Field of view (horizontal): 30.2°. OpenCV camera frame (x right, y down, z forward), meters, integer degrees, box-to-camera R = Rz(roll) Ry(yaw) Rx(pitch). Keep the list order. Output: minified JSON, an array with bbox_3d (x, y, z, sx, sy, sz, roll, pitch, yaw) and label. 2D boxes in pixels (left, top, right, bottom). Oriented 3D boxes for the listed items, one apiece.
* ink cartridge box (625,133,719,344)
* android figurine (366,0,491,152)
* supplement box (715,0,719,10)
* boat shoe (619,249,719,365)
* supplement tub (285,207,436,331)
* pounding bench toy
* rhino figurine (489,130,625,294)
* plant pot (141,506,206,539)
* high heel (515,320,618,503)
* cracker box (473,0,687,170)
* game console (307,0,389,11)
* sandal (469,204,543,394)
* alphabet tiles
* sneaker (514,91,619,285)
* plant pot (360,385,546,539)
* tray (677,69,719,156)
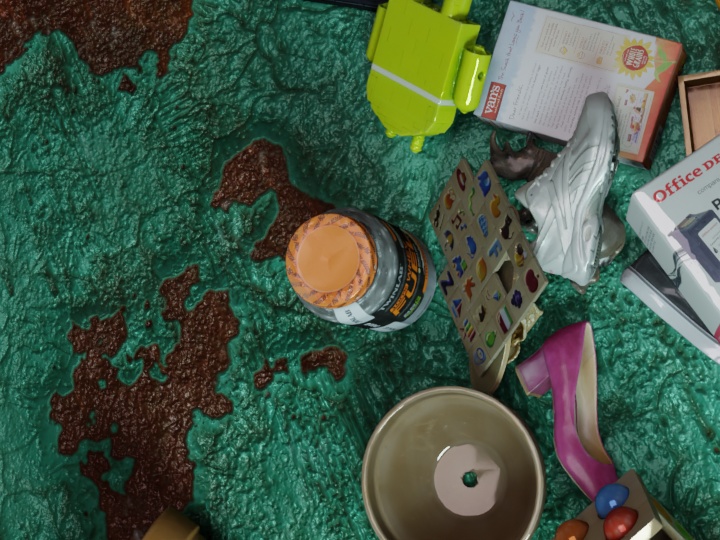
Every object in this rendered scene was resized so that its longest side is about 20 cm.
[{"bbox_3d":[0.379,-0.027,1.323,0.144,0.084,0.201,-34,73,-1],"label":"ink cartridge box"},{"bbox_3d":[0.070,-0.235,1.499,0.182,0.041,0.201,33,118,41],"label":"android figurine"},{"bbox_3d":[0.465,-0.315,1.381,0.199,0.073,0.127,-26,76,15],"label":"supplement box"},{"bbox_3d":[0.363,0.047,1.385,0.200,0.070,0.066,43,100,26],"label":"boat shoe"},{"bbox_3d":[0.000,0.000,1.446,0.122,0.200,0.123,-2,84,20],"label":"supplement tub"},{"bbox_3d":[0.247,0.325,1.329,0.156,0.124,0.200,44,101,-9],"label":"pounding bench toy"},{"bbox_3d":[0.208,-0.077,1.453,0.087,0.060,0.200,-42,75,13],"label":"rhino figurine"},{"bbox_3d":[-0.206,0.387,1.492,0.140,0.200,0.201,30,95,4],"label":"plant pot"},{"bbox_3d":[0.247,0.155,1.411,0.096,0.067,0.201,-38,60,23],"label":"high heel"},{"bbox_3d":[0.239,-0.203,1.459,0.199,0.058,0.135,19,92,20],"label":"cracker box"},{"bbox_3d":[-0.012,-0.402,1.541,0.199,0.118,0.172,13,88,21],"label":"game console"},{"bbox_3d":[0.169,0.034,1.449,0.078,0.069,0.213,-156,66,-63],"label":"sandal"},{"bbox_3d":[0.127,-0.014,1.441,0.168,0.008,0.201,-61,40,45],"label":"alphabet tiles"},{"bbox_3d":[0.211,-0.091,1.383,0.099,0.078,0.201,11,86,16],"label":"sneaker"},{"bbox_3d":[0.108,0.226,1.439,0.200,0.093,0.202,-2,84,20],"label":"plant pot"},{"bbox_3d":[0.395,-0.111,1.404,0.098,0.037,0.201,-7,81,19],"label":"tray"}]
